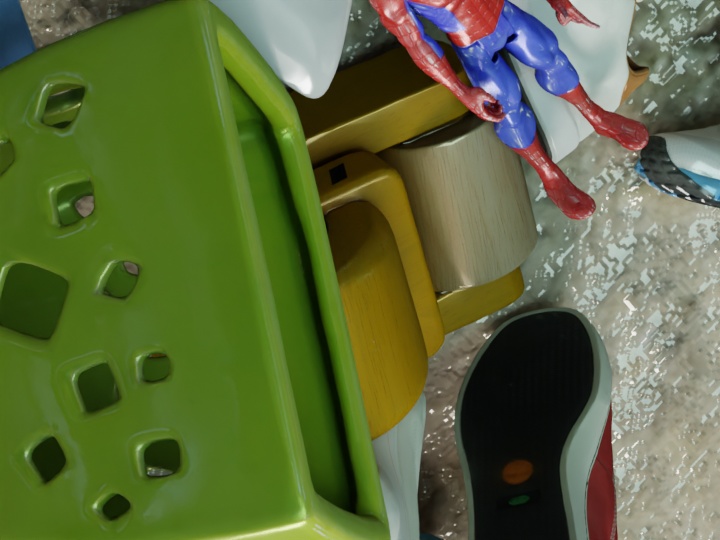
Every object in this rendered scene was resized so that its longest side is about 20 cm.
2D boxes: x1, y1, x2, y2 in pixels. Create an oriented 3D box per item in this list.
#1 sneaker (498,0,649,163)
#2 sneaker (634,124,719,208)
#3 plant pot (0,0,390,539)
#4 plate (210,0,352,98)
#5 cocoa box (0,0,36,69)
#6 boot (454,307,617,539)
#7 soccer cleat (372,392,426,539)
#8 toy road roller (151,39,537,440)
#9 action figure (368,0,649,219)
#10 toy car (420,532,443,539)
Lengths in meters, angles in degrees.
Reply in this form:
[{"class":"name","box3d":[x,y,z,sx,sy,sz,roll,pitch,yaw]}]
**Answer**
[{"class":"sneaker","box3d":[0.078,-0.145,1.319,0.085,0.073,0.200,-36,135,-12]},{"class":"sneaker","box3d":[0.218,-0.069,1.428,0.200,0.075,0.087,1,104,-36]},{"class":"plant pot","box3d":[-0.105,0.029,1.107,0.181,0.199,0.200,-14,79,6]},{"class":"plate","box3d":[-0.053,-0.200,1.178,0.200,0.032,0.200,35,56,-35]},{"class":"cocoa box","box3d":[-0.225,-0.153,1.113,0.131,0.133,0.200,-26,121,-15]},{"class":"boot","box3d":[0.097,0.128,1.395,0.072,0.200,0.144,-10,135,17]},{"class":"soccer cleat","box3d":[-0.003,0.099,1.312,0.069,0.200,0.078,-12,105,8]},{"class":"toy road roller","box3d":[0.000,0.000,1.291,0.200,0.146,0.123,-25,121,-16]},{"class":"action figure","box3d":[0.059,-0.098,1.253,0.065,0.052,0.200,-49,132,-3]},{"class":"toy car","box3d":[-0.056,0.188,1.362,0.200,0.184,0.177,23,102,-4]}]
